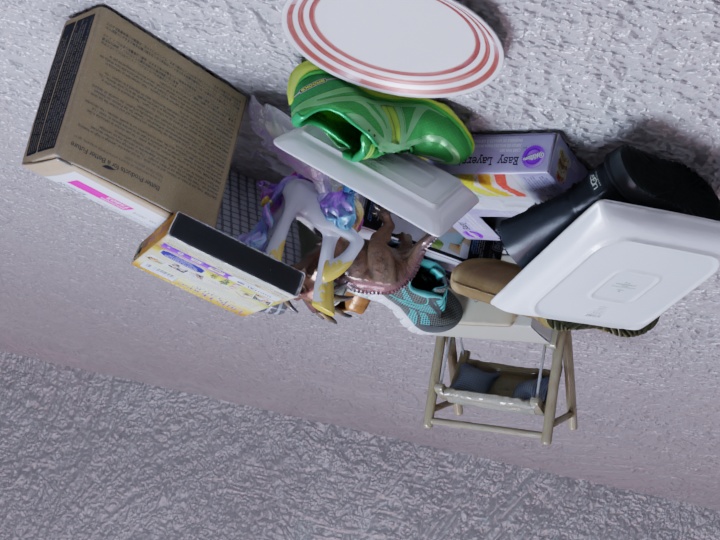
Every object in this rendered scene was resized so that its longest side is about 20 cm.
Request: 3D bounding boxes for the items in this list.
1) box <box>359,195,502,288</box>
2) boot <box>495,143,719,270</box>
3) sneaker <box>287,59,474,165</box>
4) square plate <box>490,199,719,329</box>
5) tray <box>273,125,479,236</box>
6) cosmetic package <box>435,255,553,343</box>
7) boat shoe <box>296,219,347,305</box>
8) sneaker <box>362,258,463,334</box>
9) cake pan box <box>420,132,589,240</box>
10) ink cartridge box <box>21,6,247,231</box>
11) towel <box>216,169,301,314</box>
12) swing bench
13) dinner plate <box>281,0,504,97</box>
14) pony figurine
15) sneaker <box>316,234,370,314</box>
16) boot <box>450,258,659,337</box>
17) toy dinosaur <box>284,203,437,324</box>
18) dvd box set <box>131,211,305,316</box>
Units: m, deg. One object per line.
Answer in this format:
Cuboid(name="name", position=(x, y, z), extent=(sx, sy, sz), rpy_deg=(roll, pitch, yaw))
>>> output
Cuboid(name="box", position=(0.070, -0.040, 1.441), extent=(0.198, 0.061, 0.116), rpy_deg=(20, 162, -20))
Cuboid(name="boot", position=(0.255, -0.044, 1.141), extent=(0.199, 0.077, 0.168), rpy_deg=(16, 144, -38))
Cuboid(name="sneaker", position=(0.017, -0.138, 1.113), extent=(0.198, 0.084, 0.074), rpy_deg=(18, 156, -16))
Cuboid(name="square plate", position=(0.262, 0.006, 1.123), extent=(0.198, 0.029, 0.198), rpy_deg=(8, 146, -25))
Cuboid(name="tray", position=(0.019, -0.107, 1.138), extent=(0.199, 0.107, 0.022), rpy_deg=(30, 126, 15))
Cuboid(name="cosmetic package", position=(0.166, 0.037, 1.546), extent=(0.199, 0.104, 0.073), rpy_deg=(0, 159, 35))
Cuboid(name="boat shoe", position=(-0.060, 0.000, 1.435), extent=(0.200, 0.074, 0.063), rpy_deg=(48, 165, 57))
Cuboid(name="sneaker", position=(0.081, 0.029, 1.430), extent=(0.091, 0.078, 0.199), rpy_deg=(-7, 156, 39))
Cuboid(name="cake pan box", position=(0.162, -0.086, 1.237), extent=(0.183, 0.053, 0.200), rpy_deg=(5, 162, 32))
Cuboid(name="ink cartridge box", position=(-0.224, -0.143, 1.148), extent=(0.075, 0.166, 0.199), rpy_deg=(-3, 156, 43))
Cuboid(name="towel", position=(-0.165, -0.042, 1.387), extent=(0.164, 0.201, 0.086), rpy_deg=(19, 122, -23))
Cuboid(name="swing bench", position=(0.204, 0.130, 1.624), extent=(0.197, 0.202, 0.129), rpy_deg=(3, -175, 29))
Cuboid(name="dinner plate", position=(0.029, -0.207, 0.987), extent=(0.198, 0.024, 0.200), rpy_deg=(13, 164, 4))
Cuboid(name="pony figurine", position=(-0.059, -0.079, 1.240), extent=(0.192, 0.201, 0.167), rpy_deg=(26, 168, 7))
Cuboid(name="sneaker", position=(-0.035, 0.005, 1.537), extent=(0.072, 0.085, 0.200), rpy_deg=(16, -171, -23))
Cuboid(name="boot", position=(0.228, 0.023, 1.330), extent=(0.174, 0.067, 0.200), rpy_deg=(6, -173, -25))
Cuboid(name="toy dinosaur", position=(0.000, 0.000, 1.307), extent=(0.198, 0.137, 0.086), rpy_deg=(-2, 143, 8))
Cuboid(name="dvd box set", position=(-0.154, -0.002, 1.184), extent=(0.145, 0.030, 0.200), rpy_deg=(27, 164, -15))
